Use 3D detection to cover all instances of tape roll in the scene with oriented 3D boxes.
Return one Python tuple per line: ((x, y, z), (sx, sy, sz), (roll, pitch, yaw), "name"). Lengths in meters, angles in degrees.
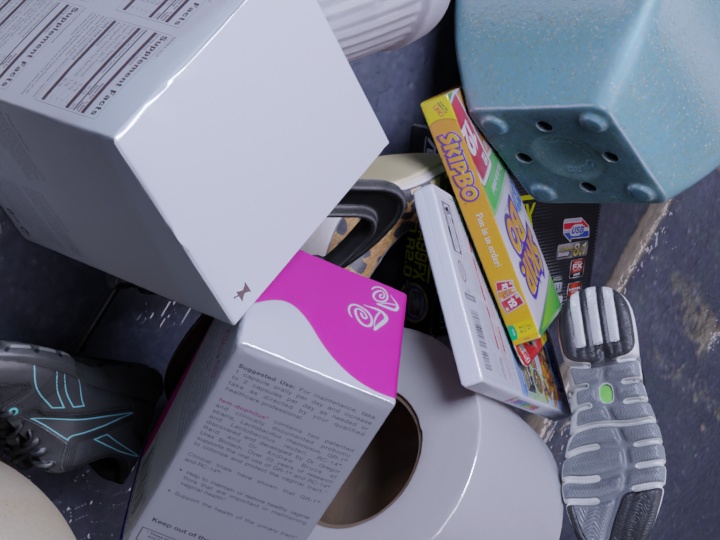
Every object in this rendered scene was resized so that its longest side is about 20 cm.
((0.028, 0.160, 1.325), (0.139, 0.202, 0.203), (44, 72, -46), "tape roll")

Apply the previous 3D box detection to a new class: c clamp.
((-0.072, -0.011, 1.199), (0.199, 0.027, 0.171), (-4, 146, -34), "c clamp")

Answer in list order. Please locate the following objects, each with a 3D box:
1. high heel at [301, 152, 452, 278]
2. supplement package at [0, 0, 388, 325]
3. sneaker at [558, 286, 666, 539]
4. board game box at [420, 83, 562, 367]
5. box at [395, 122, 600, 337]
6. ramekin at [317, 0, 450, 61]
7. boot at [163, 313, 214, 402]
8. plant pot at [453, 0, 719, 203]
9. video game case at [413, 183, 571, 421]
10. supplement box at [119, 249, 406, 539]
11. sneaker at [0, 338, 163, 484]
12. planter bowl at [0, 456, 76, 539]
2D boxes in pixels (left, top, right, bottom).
((0.000, 0.000, 1.331), (0.199, 0.071, 0.143), (-23, 120, -27), "high heel")
((-0.123, -0.095, 1.064), (0.151, 0.200, 0.152), (-50, 135, -22), "supplement package")
((0.192, 0.119, 1.374), (0.115, 0.075, 0.201), (44, 43, -70), "sneaker")
((0.099, -0.035, 1.326), (0.096, 0.030, 0.201), (-37, 108, -70), "board game box")
((0.114, -0.041, 1.460), (0.200, 0.044, 0.161), (-9, 111, -45), "box")
((-0.043, -0.213, 1.116), (0.105, 0.200, 0.201), (-29, 125, -26), "ramekin")
((-0.083, 0.061, 1.227), (0.097, 0.074, 0.200), (-68, 177, -45), "boot")
((0.179, -0.160, 1.333), (0.196, 0.196, 0.201), (48, 55, -41), "plant pot")
((0.097, 0.027, 1.325), (0.200, 0.018, 0.144), (25, 48, -64), "video game case")
((-0.060, 0.093, 1.114), (0.101, 0.103, 0.200), (-81, -163, -50), "supplement box")
((-0.198, 0.085, 1.138), (0.200, 0.075, 0.080), (17, 81, -50), "sneaker")
((-0.237, 0.214, 1.108), (0.200, 0.134, 0.201), (-20, 118, -42), "planter bowl")
